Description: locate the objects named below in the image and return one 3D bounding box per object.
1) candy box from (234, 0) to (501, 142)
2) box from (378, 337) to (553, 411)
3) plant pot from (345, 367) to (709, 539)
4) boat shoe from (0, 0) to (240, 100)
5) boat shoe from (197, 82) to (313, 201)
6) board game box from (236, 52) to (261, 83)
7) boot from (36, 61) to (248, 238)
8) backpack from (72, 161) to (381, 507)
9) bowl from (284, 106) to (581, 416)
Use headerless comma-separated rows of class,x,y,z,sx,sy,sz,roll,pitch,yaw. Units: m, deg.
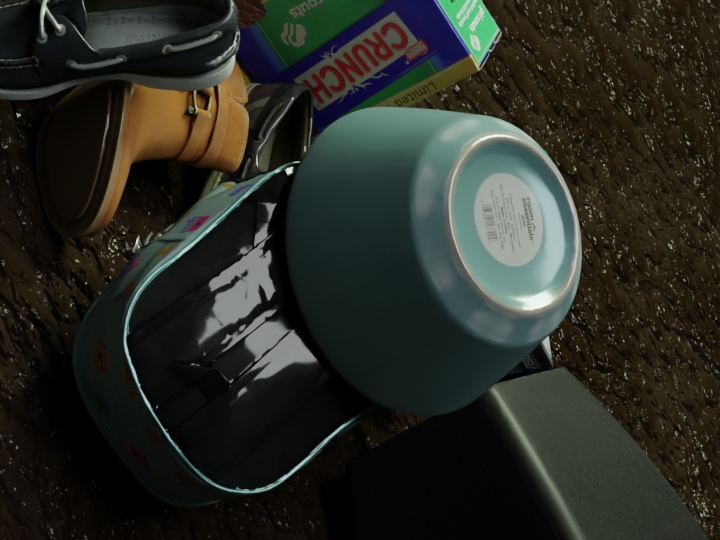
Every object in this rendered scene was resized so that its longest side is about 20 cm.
candy box,-0.021,-0.207,1.739,0.201,0.168,0.077,54,34,-16
box,0.033,0.024,1.669,0.200,0.159,0.045,55,25,-54
plant pot,0.104,0.180,1.681,0.199,0.199,0.179,-9,72,-59
boat shoe,-0.176,-0.155,1.514,0.060,0.198,0.076,102,-21,-58
boat shoe,-0.071,-0.048,1.683,0.072,0.066,0.202,39,49,-45
board game box,-0.126,-0.185,1.760,0.199,0.034,0.135,25,46,-48
boot,-0.142,-0.093,1.613,0.155,0.076,0.202,34,48,-48
backpack,-0.084,0.050,1.505,0.200,0.153,0.177,-44,108,-38
bowl,0.061,-0.017,1.476,0.200,0.105,0.203,12,71,-38
